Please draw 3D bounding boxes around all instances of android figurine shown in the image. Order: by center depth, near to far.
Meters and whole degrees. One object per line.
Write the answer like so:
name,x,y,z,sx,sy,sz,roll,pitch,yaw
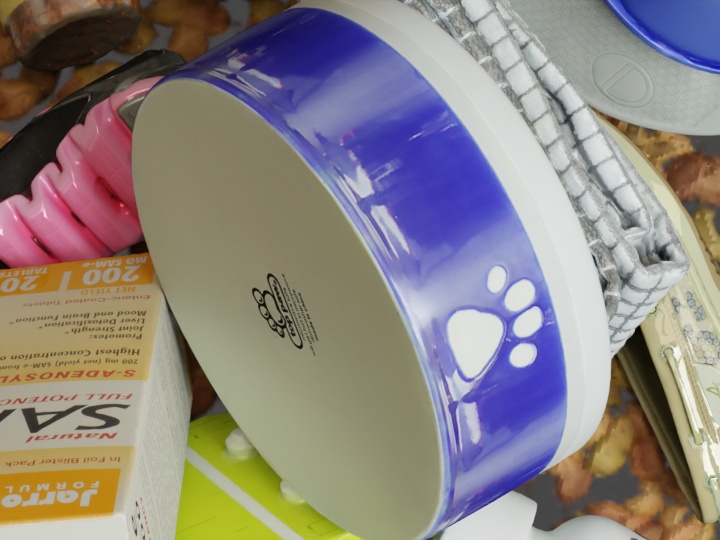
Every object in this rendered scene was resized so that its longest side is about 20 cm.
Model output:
android figurine,-0.074,0.108,1.025,0.199,0.041,0.182,-21,30,-24

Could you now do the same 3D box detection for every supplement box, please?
supplement box,-0.136,0.073,0.984,0.125,0.200,0.074,-5,118,3

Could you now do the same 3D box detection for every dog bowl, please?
dog bowl,0.000,0.000,0.951,0.079,0.200,0.200,-29,75,-25

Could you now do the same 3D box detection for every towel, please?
towel,0.031,-0.036,1.043,0.085,0.166,0.200,-28,76,-23

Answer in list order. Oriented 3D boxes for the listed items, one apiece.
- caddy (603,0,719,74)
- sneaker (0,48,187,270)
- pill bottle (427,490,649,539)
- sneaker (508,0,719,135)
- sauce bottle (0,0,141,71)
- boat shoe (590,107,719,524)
caddy,0.185,-0.157,1.027,0.199,0.105,0.142,-9,83,-13
sneaker,-0.142,-0.030,1.108,0.200,0.079,0.096,-31,31,8
pill bottle,0.110,0.166,1.011,0.199,0.110,0.110,28,77,1
sneaker,0.101,-0.135,1.105,0.199,0.071,0.099,28,52,18
sauce bottle,-0.159,-0.190,1.147,0.066,0.066,0.201,-22,77,-5
boat shoe,0.118,0.012,1.082,0.063,0.073,0.200,-32,75,-9
